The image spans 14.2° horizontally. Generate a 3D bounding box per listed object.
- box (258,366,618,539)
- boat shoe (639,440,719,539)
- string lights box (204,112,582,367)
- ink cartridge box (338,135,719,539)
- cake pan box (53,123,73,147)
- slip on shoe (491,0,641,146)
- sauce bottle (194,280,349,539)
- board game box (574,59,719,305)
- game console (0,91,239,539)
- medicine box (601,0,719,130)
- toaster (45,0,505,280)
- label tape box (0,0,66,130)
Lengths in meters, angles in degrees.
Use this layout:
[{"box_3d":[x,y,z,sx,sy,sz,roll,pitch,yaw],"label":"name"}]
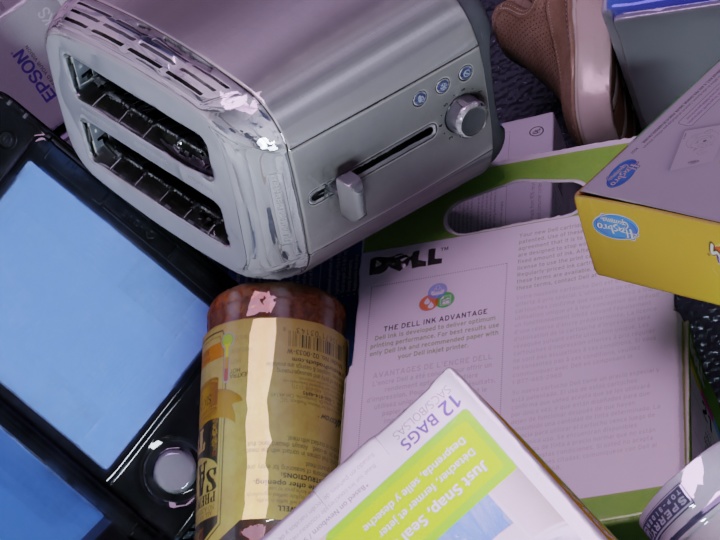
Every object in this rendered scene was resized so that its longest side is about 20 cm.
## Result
[{"box_3d":[0.067,0.152,1.035,0.112,0.101,0.200,-42,61,1],"label":"box"},{"box_3d":[0.190,0.082,1.108,0.199,0.074,0.065,-23,65,-37],"label":"boat shoe"},{"box_3d":[0.000,0.000,1.319,0.199,0.059,0.103,-11,42,16],"label":"string lights box"},{"box_3d":[0.074,0.049,1.205,0.147,0.076,0.201,-10,48,17],"label":"ink cartridge box"},{"box_3d":[-0.097,-0.080,1.404,0.200,0.052,0.184,-42,18,-18],"label":"cake pan box"},{"box_3d":[0.094,-0.112,1.373,0.060,0.076,0.201,-12,38,8],"label":"slip on shoe"},{"box_3d":[-0.037,0.106,1.185,0.066,0.066,0.201,-8,63,20],"label":"sauce bottle"},{"box_3d":[0.204,-0.036,1.089,0.199,0.040,0.153,15,45,42],"label":"board game box"},{"box_3d":[-0.150,0.043,1.228,0.200,0.116,0.176,39,93,4],"label":"game console"},{"box_3d":[0.219,-0.160,1.343,0.181,0.103,0.201,-7,44,20],"label":"medicine box"},{"box_3d":[-0.044,-0.085,1.231,0.129,0.114,0.200,-34,47,-26],"label":"toaster"},{"box_3d":[-0.146,-0.122,1.422,0.200,0.066,0.143,-35,14,-2],"label":"label tape box"}]
